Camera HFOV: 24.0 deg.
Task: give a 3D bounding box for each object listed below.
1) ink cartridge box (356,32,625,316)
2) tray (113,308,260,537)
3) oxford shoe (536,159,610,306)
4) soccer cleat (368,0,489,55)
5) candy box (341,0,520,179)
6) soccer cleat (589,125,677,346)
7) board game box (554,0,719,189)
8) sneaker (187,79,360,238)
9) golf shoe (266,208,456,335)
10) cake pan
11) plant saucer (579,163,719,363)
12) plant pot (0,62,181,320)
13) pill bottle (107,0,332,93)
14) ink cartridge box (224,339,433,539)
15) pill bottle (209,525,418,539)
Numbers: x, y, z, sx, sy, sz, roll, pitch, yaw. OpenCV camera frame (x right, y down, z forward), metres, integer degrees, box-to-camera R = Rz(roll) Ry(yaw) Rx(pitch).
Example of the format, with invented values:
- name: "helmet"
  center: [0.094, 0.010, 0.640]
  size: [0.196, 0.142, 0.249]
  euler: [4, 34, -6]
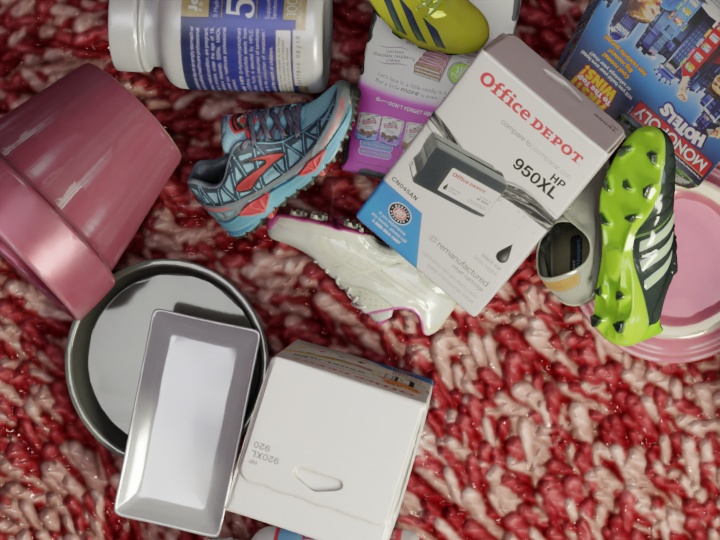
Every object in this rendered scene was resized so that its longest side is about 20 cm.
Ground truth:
- name: "ink cartridge box"
  center: [0.114, -0.085, 1.495]
  size: [0.144, 0.084, 0.200]
  euler: [40, 116, 4]
- name: "tray"
  center: [-0.163, 0.144, 1.604]
  size: [0.107, 0.022, 0.202]
  euler: [12, 92, 4]
- name: "oxford shoe"
  center: [0.190, -0.068, 1.564]
  size: [0.075, 0.058, 0.202]
  euler: [-12, 68, 32]
- name: "soccer cleat"
  center: [0.033, -0.266, 1.516]
  size: [0.200, 0.084, 0.065]
  euler: [38, 66, 2]
- name: "candy box"
  center: [0.068, -0.178, 1.594]
  size: [0.135, 0.061, 0.202]
  euler: [12, 93, 4]
- name: "soccer cleat"
  center: [0.254, -0.032, 1.520]
  size: [0.067, 0.081, 0.202]
  euler: [21, 109, 43]
- name: "board game box"
  center: [0.259, -0.175, 1.555]
  size: [0.200, 0.062, 0.200]
  euler: [43, 79, -2]
- name: "sneaker"
  center: [-0.085, -0.113, 1.562]
  size: [0.095, 0.080, 0.200]
  euler: [39, 118, -20]
- name: "golf shoe"
  center: [0.000, 0.000, 1.601]
  size: [0.199, 0.075, 0.092]
  euler: [17, 96, 5]
- name: "cake pan"
  center: [-0.185, 0.089, 1.634]
  size: [0.199, 0.037, 0.202]
  euler: [0, 92, 4]
- name: "plant saucer"
  center: [0.294, -0.012, 1.587]
  size: [0.199, 0.051, 0.202]
  euler: [0, 92, 4]
- name: "plant pot"
  center: [-0.272, -0.086, 1.570]
  size: [0.200, 0.200, 0.179]
  euler: [42, 79, 2]
- name: "pill bottle"
  center: [-0.129, -0.228, 1.579]
  size: [0.198, 0.120, 0.121]
  euler: [2, 92, 4]
- name: "ink cartridge box"
  center: [-0.022, 0.157, 1.542]
  size: [0.146, 0.200, 0.146]
  euler: [16, 93, 3]
- name: "pill bottle"
  center: [-0.045, 0.296, 1.595]
  size: [0.198, 0.109, 0.110]
  euler: [1, 92, 4]
